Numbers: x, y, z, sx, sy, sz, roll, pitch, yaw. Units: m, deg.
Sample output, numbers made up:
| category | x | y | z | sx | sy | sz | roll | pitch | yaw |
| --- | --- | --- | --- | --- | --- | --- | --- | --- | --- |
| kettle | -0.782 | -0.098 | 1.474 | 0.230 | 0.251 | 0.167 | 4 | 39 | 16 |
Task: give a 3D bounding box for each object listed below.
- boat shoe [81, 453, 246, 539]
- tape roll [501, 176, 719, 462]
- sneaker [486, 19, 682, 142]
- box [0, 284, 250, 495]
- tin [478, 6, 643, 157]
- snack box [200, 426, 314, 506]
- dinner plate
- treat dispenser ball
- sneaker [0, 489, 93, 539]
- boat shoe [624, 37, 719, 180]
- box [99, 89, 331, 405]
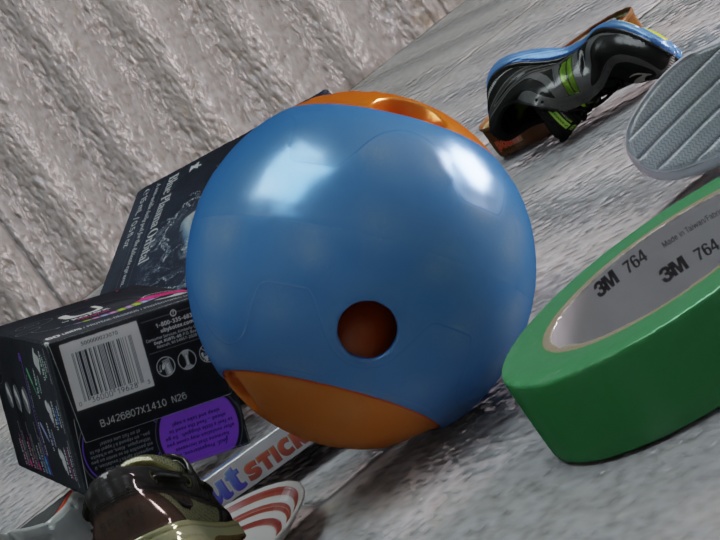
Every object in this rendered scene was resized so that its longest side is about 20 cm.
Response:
| category | x | y | z | sx | sy | sz | roll | pitch | yaw |
| --- | --- | --- | --- | --- | --- | --- | --- | --- | --- |
| boat shoe | -0.106 | 0.128 | 1.157 | 0.073 | 0.065 | 0.200 | -21 | -5 | -3 |
| tape roll | 0.161 | 0.013 | 1.051 | 0.200 | 0.048 | 0.200 | -35 | 9 | 6 |
| sneaker | 0.183 | -0.149 | 1.784 | 0.199 | 0.071 | 0.083 | -14 | 57 | 43 |
| box | -0.169 | 0.076 | 1.474 | 0.121 | 0.107 | 0.200 | -17 | 7 | -21 |
| tin | 0.183 | -0.168 | 1.943 | 0.112 | 0.042 | 0.200 | -19 | 20 | 51 |
| snack box | -0.095 | 0.143 | 1.392 | 0.199 | 0.024 | 0.072 | -36 | -1 | 5 |
| dinner plate | -0.108 | 0.189 | 1.242 | 0.199 | 0.024 | 0.200 | -36 | 10 | 7 |
| treat dispenser ball | 0.000 | 0.000 | 1.231 | 0.200 | 0.202 | 0.201 | -35 | 9 | 6 |
| sneaker | -0.222 | 0.206 | 1.473 | 0.199 | 0.077 | 0.082 | -30 | -6 | -35 |
| boat shoe | 0.256 | -0.121 | 1.374 | 0.199 | 0.074 | 0.067 | -36 | -19 | 3 |
| box | -0.085 | -0.006 | 1.665 | 0.199 | 0.118 | 0.197 | -26 | 29 | 25 |
